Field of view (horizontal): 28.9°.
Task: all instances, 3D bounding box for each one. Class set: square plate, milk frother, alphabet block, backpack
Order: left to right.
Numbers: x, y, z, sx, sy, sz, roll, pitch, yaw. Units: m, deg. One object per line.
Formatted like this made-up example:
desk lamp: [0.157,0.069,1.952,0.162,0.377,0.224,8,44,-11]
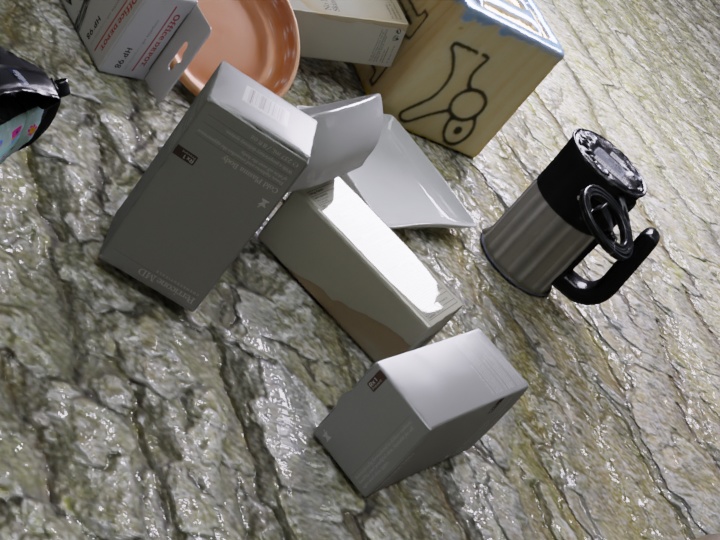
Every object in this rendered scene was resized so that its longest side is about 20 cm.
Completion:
backpack: [-0.356,-0.125,1.147,0.167,0.127,0.200,28,30,1]
square plate: [0.029,-0.119,1.705,0.200,0.028,0.198,-3,51,-52]
alphabet block: [0.122,-0.307,1.901,0.195,0.200,0.196,20,35,-34]
milk frother: [0.247,-0.046,1.700,0.181,0.188,0.200,51,30,19]

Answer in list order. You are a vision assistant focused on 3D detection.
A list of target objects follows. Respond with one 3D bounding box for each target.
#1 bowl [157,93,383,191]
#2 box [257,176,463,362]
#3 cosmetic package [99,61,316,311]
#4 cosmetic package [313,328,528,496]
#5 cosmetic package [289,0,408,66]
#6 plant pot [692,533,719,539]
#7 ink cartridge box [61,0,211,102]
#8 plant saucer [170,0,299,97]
bowl: [-0.082,-0.122,1.437,0.200,0.200,0.075,-31,109,-62]
box: [0.000,0.000,1.452,0.200,0.078,0.095,47,30,10]
cosmetic package: [-0.137,-0.072,1.248,0.107,0.200,0.090,30,28,-14]
cosmetic package: [0.060,0.130,1.318,0.090,0.107,0.200,49,31,15]
cosmetic package: [-0.051,-0.328,1.798,0.200,0.073,0.104,3,43,-28]
plant pot: [0.306,0.363,1.244,0.187,0.187,0.200,49,43,14]
ink cartridge box: [-0.251,-0.291,1.512,0.067,0.116,0.200,6,44,-47]
plant saucer: [-0.157,-0.275,1.608,0.200,0.037,0.200,11,72,-39]
